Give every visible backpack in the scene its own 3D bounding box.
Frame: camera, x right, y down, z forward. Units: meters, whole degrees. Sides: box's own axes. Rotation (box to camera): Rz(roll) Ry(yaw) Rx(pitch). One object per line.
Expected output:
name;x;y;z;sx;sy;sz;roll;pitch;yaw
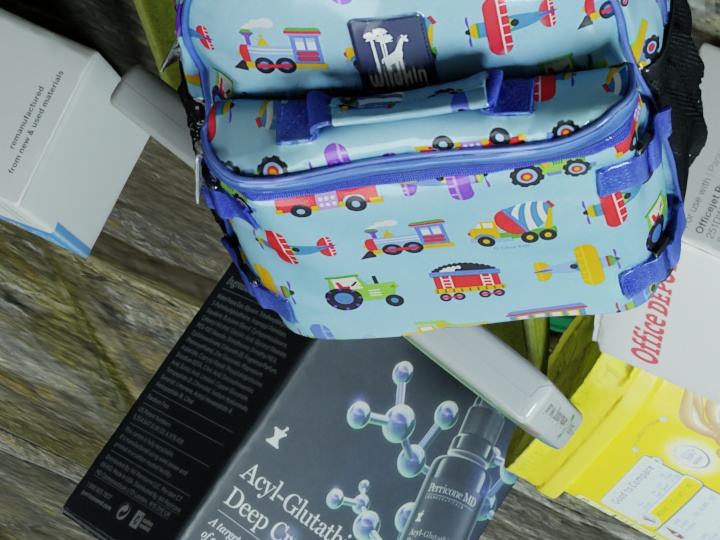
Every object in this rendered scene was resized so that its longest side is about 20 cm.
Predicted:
backpack;0.020;-0.085;0.902;0.182;0.135;0.200;-3;145;9

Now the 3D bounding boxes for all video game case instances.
video game case;0.000;0.000;1.083;0.200;0.022;0.182;37;180;11

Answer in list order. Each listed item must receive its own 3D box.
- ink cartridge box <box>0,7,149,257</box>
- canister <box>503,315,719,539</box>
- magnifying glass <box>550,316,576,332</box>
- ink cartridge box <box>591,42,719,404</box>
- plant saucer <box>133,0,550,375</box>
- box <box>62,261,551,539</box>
ink cartridge box;-0.214;-0.093;1.305;0.200;0.085;0.145;26;175;11
canister;0.182;0.082;1.207;0.200;0.087;0.149;28;147;-3
magnifying glass;0.071;-0.023;1.223;0.079;0.022;0.200;22;163;19
ink cartridge box;0.196;0.013;1.027;0.200;0.084;0.145;24;161;11
plant saucer;0.005;-0.050;1.155;0.200;0.048;0.200;33;163;19
box;-0.018;0.085;1.326;0.148;0.200;0.107;39;170;-32
